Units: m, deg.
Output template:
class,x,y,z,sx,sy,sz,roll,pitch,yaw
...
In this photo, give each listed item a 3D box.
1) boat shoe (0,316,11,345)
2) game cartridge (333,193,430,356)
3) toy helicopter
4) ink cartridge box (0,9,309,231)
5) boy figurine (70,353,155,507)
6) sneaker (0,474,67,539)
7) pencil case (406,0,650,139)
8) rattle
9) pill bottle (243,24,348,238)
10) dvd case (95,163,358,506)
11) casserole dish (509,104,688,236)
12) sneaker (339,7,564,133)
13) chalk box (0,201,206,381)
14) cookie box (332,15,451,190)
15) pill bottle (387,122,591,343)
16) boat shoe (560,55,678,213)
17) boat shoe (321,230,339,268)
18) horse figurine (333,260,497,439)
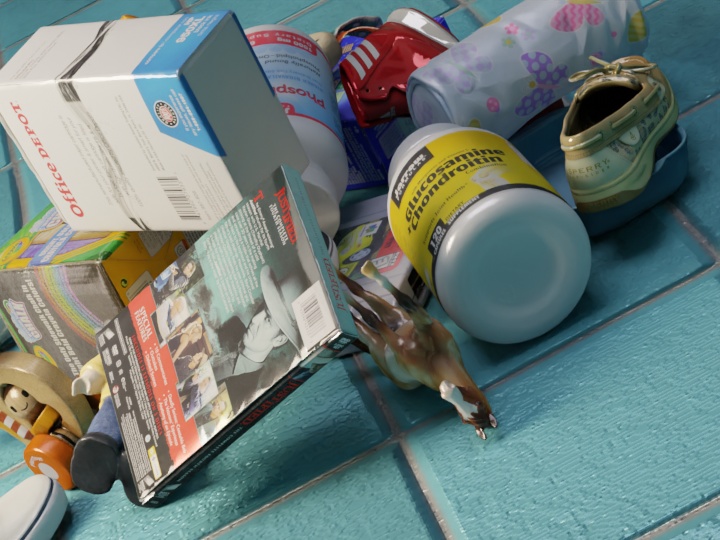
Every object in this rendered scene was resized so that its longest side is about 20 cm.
class,x,y,z,sx,sy,sz,roll,pitch,yaw
boat shoe,-0.360,0.066,1.820,0.199,0.072,0.066,-34,28,-13
game cartridge,0.000,0.000,1.611,0.132,0.041,0.200,-20,24,27
toy helicopter,-0.281,0.097,1.592,0.199,0.132,0.079,-9,39,48
ink cartridge box,-0.159,-0.109,1.561,0.199,0.145,0.084,1,42,37
boy figurine,-0.143,0.084,1.525,0.123,0.065,0.201,15,41,5
sneaker,-0.291,0.200,1.463,0.200,0.071,0.073,-42,27,-30
pencil case,0.132,-0.161,1.637,0.199,0.091,0.083,-35,-16,-16
rattle,-0.084,-0.211,1.823,0.199,0.144,0.130,-29,6,16
pill bottle,-0.066,-0.101,1.682,0.108,0.109,0.201,-23,39,10
dvd case,-0.094,0.044,1.396,0.200,0.022,0.147,-42,49,26
casserole dish,0.175,-0.077,1.576,0.121,0.039,0.200,-31,24,-8
sneaker,0.065,-0.136,1.722,0.199,0.079,0.115,28,56,36
chalk box,-0.216,0.012,1.707,0.199,0.125,0.124,-2,34,42
cookie box,-0.025,-0.141,1.876,0.199,0.076,0.171,-6,33,39
pill bottle,0.082,-0.036,1.484,0.111,0.113,0.200,-28,26,-3
boat shoe,0.184,-0.115,1.514,0.073,0.063,0.200,-18,24,21
boat shoe,-0.082,0.006,1.531,0.069,0.067,0.200,8,32,34
horse figurine,0.022,0.045,1.413,0.050,0.132,0.200,-49,14,-10
